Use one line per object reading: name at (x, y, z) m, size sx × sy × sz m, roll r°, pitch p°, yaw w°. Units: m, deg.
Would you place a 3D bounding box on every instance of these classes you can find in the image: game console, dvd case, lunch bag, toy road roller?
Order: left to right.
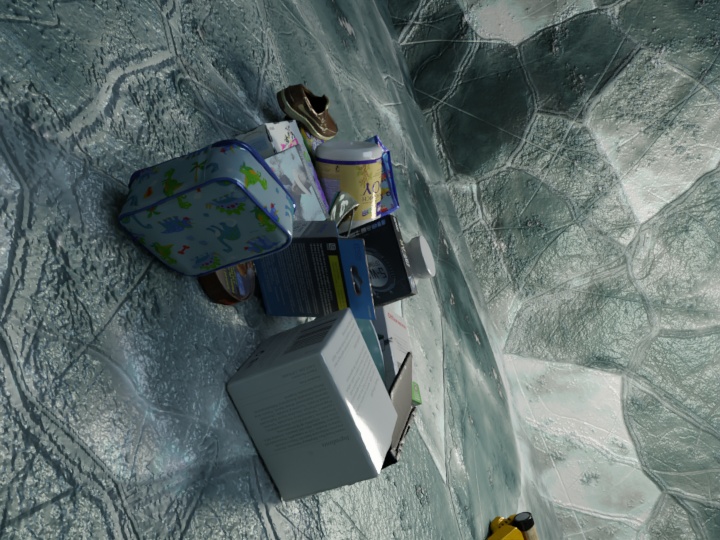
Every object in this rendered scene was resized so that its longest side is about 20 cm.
lunch bag at (-0.189, -0.071, 0.801) m, size 0.161 × 0.196 × 0.084 m, roll 47°, pitch 36°, yaw -45°
dvd case at (-0.149, -0.121, 1.098) m, size 0.199 × 0.022 × 0.149 m, roll -34°, pitch 105°, yaw -43°
lunch bag at (0.010, -0.201, 1.554) m, size 0.094 × 0.148 × 0.204 m, roll 33°, pitch 41°, yaw -60°
game console at (0.035, 0.269, 1.169) m, size 0.118 × 0.174 × 0.200 m, roll 56°, pitch 21°, yaw -3°
toy road roller at (0.429, 0.802, 1.859) m, size 0.197 × 0.145 × 0.126 m, roll -23°, pitch 93°, yaw -34°

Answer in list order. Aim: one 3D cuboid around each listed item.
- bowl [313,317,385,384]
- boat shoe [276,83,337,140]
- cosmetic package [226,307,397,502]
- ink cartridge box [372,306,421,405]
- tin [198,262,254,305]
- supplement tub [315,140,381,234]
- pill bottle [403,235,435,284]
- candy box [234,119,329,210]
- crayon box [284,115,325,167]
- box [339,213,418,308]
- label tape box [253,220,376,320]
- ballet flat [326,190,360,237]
bowl at (-0.040, 0.157, 1.143) m, size 0.202 × 0.103 × 0.204 m, roll 53°, pitch 25°, yaw -39°
boat shoe at (-0.094, -0.341, 1.365) m, size 0.201 × 0.074 × 0.076 m, roll 13°, pitch 56°, yaw -61°
cosmetic package at (-0.063, 0.197, 0.946) m, size 0.204 × 0.162 × 0.165 m, roll 66°, pitch 20°, yaw -11°
ink cartridge box at (0.061, 0.199, 1.413) m, size 0.146 × 0.083 × 0.204 m, roll 39°, pitch 36°, yaw -58°
tin at (-0.214, -0.047, 0.957) m, size 0.112 × 0.041 × 0.205 m, roll 29°, pitch 45°, yaw -69°
supplement tub at (-0.026, -0.167, 1.356) m, size 0.146 × 0.142 × 0.205 m, roll -55°, pitch 147°, yaw -67°
pill bottle at (0.063, 0.000, 1.436) m, size 0.117 × 0.196 × 0.117 m, roll 54°, pitch 24°, yaw -38°
candy box at (-0.145, -0.180, 1.223) m, size 0.204 × 0.070 × 0.168 m, roll 69°, pitch 19°, yaw -9°
crayon box at (-0.103, -0.249, 1.439) m, size 0.201 × 0.051 × 0.128 m, roll 53°, pitch 26°, yaw -44°
box at (0.000, 0.000, 1.261) m, size 0.043 × 0.196 × 0.164 m, roll 12°, pitch 61°, yaw -67°
label tape box at (-0.068, -0.001, 1.014) m, size 0.064 × 0.195 × 0.147 m, roll -58°, pitch 144°, yaw -55°
ballet flat at (-0.059, -0.063, 1.224) m, size 0.203 × 0.061 × 0.067 m, roll -64°, pitch -177°, yaw -16°
